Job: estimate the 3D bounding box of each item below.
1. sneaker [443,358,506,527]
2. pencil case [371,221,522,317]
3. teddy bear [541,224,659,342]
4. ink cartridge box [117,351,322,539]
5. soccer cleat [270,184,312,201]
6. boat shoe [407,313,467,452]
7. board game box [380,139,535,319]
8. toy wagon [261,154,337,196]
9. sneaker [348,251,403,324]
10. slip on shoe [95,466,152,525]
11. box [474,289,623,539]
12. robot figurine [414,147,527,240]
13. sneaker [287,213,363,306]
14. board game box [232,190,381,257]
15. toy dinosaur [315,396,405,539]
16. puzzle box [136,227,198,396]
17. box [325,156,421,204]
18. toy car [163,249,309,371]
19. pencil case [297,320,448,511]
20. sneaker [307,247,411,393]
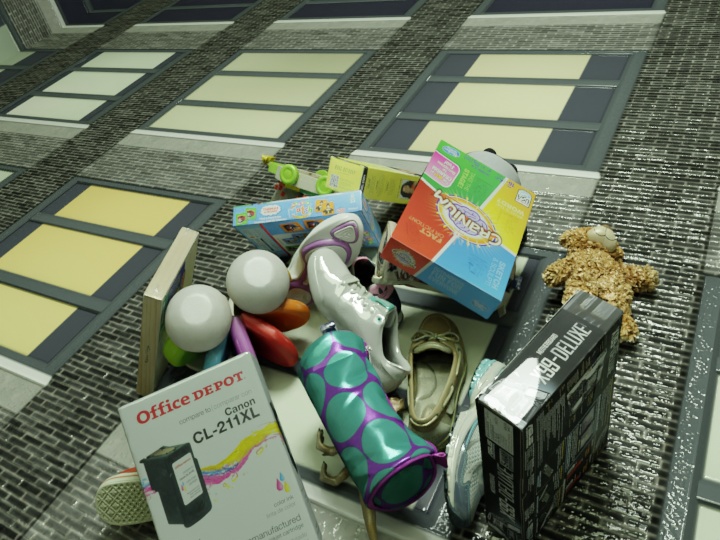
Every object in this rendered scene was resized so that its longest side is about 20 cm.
[{"bbox_3d":[0.144,0.177,0.682,0.084,0.079,0.202,9,45,23],"label":"sneaker"},{"bbox_3d":[0.109,-0.003,0.844,0.194,0.078,0.092,12,59,-13],"label":"pencil case"},{"bbox_3d":[0.305,0.010,0.832,0.142,0.068,0.201,15,48,29],"label":"teddy bear"},{"bbox_3d":[-0.140,0.206,0.653,0.142,0.083,0.204,-22,80,-8],"label":"ink cartridge box"},{"bbox_3d":[-0.104,-0.102,1.117,0.199,0.076,0.071,27,91,59],"label":"soccer cleat"},{"bbox_3d":[0.088,0.119,0.778,0.071,0.064,0.203,-1,41,17],"label":"boat shoe"},{"bbox_3d":[0.129,-0.058,0.813,0.150,0.041,0.202,29,51,0],"label":"board game box"},{"bbox_3d":[-0.083,-0.153,1.103,0.195,0.041,0.155,19,10,17],"label":"toy wagon"},{"bbox_3d":[0.000,0.000,0.935,0.069,0.083,0.200,-29,40,-14],"label":"sneaker"},{"bbox_3d":[-0.194,0.245,0.726,0.194,0.076,0.061,-5,7,5],"label":"slip on shoe"},{"bbox_3d":[0.179,0.144,0.607,0.157,0.203,0.049,-39,46,-27],"label":"box"},{"bbox_3d":[0.166,-0.094,0.961,0.147,0.127,0.201,8,44,31],"label":"robot figurine"},{"bbox_3d":[-0.057,-0.033,0.915,0.074,0.200,0.102,26,49,-18],"label":"sneaker"},{"bbox_3d":[-0.076,-0.066,0.992,0.194,0.151,0.038,-5,72,12],"label":"board game box"},{"bbox_3d":[0.002,0.206,0.710,0.098,0.059,0.203,-1,41,15],"label":"toy dinosaur"},{"bbox_3d":[-0.261,0.058,0.873,0.025,0.203,0.135,18,40,-4],"label":"puzzle box"},{"bbox_3d":[0.037,-0.139,1.030,0.074,0.052,0.197,22,15,36],"label":"box"},{"bbox_3d":[-0.156,0.085,0.854,0.197,0.176,0.152,-31,77,-20],"label":"toy car"},{"bbox_3d":[0.004,0.150,0.682,0.091,0.086,0.201,-27,45,-9],"label":"pencil case"},{"bbox_3d":[0.005,0.051,0.801,0.074,0.088,0.204,-11,70,-48],"label":"sneaker"}]
